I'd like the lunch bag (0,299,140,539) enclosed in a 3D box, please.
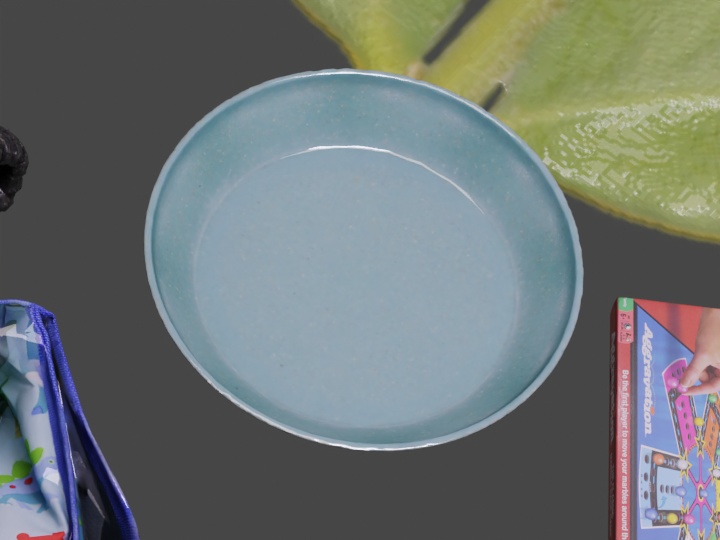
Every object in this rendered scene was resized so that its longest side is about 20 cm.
[{"bbox_3d":[-0.154,0.135,1.134,0.127,0.170,0.200,11,56,-3],"label":"lunch bag"}]

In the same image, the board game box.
[{"bbox_3d":[0.162,0.107,1.291,0.103,0.019,0.200,7,58,-7],"label":"board game box"}]

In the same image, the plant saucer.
[{"bbox_3d":[0.000,0.000,1.319,0.200,0.036,0.200,4,59,-8],"label":"plant saucer"}]

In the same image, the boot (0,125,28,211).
[{"bbox_3d":[-0.267,-0.041,1.273,0.211,0.079,0.158,-37,71,-27],"label":"boot"}]
